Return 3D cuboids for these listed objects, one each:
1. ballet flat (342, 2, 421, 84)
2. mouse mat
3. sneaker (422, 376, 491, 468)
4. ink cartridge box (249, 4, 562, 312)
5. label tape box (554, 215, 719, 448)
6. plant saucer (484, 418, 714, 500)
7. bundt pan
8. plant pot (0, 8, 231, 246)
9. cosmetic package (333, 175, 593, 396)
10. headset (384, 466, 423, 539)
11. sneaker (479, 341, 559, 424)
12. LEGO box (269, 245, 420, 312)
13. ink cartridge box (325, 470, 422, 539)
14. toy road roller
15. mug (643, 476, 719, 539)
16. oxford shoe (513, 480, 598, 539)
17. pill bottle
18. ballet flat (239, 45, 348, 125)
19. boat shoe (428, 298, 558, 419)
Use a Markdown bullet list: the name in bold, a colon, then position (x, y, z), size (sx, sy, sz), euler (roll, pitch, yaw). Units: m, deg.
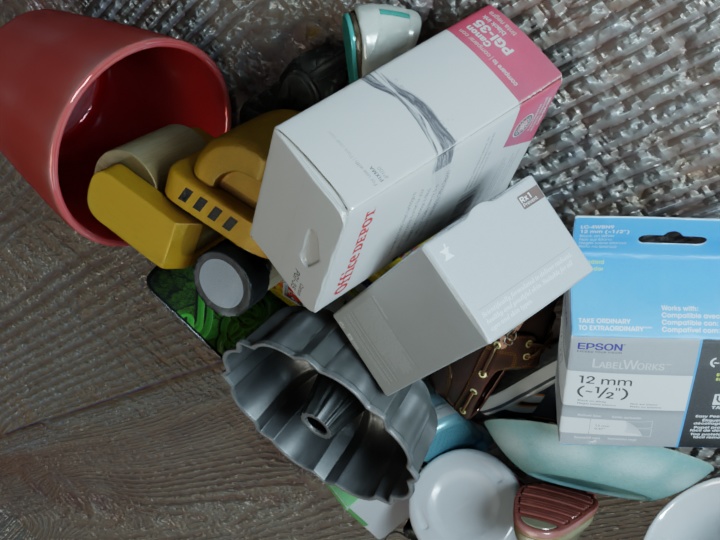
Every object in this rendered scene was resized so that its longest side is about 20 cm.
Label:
- **ballet flat**: position (0.019, -0.127, 0.974), size (0.069, 0.069, 0.200), euler (29, 149, 18)
- **mouse mat**: position (-0.116, 0.024, 1.215), size (0.161, 0.200, 0.008), euler (45, 119, -9)
- **sneaker**: position (0.065, 0.138, 1.275), size (0.131, 0.079, 0.200), euler (54, 175, 24)
- **ink cartridge box**: position (0.029, -0.078, 0.877), size (0.083, 0.200, 0.147), euler (49, 153, 16)
- **label tape box**: position (0.221, 0.050, 0.917), size (0.143, 0.066, 0.200), euler (1, 140, 5)
- **plant saucer**: position (0.203, 0.170, 1.088), size (0.200, 0.039, 0.201), euler (12, 167, 3)
- **bundt pan**: position (-0.018, 0.107, 1.075), size (0.202, 0.076, 0.202), euler (28, 148, 19)
- **plant pot**: position (-0.248, -0.144, 1.140), size (0.177, 0.200, 0.201), euler (30, 150, 34)
- **cosmetic package**: position (0.068, 0.016, 0.913), size (0.090, 0.107, 0.200), euler (57, 157, 0)
- **headset**: position (0.052, 0.292, 1.459), size (0.123, 0.094, 0.200), euler (31, 138, 16)
- **sneaker**: position (0.175, 0.106, 1.090), size (0.079, 0.078, 0.200), euler (49, 148, -5)
- **LEGO box**: position (0.000, 0.000, 1.146), size (0.200, 0.077, 0.149), euler (36, 150, 7)
- **ink cartridge box**: position (-0.024, 0.163, 1.287), size (0.200, 0.084, 0.145), euler (49, 176, 27)
- **toy road roller**: position (-0.110, -0.075, 1.011), size (0.200, 0.123, 0.146), euler (33, 127, 17)
- **mug**: position (0.364, 0.274, 1.058), size (0.200, 0.148, 0.175), euler (-26, 126, 26)
- **oxford shoe**: position (0.180, 0.234, 1.147), size (0.070, 0.200, 0.075), euler (15, 99, 21)
- **pill bottle**: position (0.125, 0.252, 1.263), size (0.111, 0.112, 0.200), euler (25, 171, 24)
- **ballet flat**: position (-0.056, -0.135, 1.068), size (0.067, 0.057, 0.200), euler (58, 155, -3)
- **boat shoe**: position (0.126, 0.052, 1.042), size (0.070, 0.070, 0.200), euler (54, 138, 16)
